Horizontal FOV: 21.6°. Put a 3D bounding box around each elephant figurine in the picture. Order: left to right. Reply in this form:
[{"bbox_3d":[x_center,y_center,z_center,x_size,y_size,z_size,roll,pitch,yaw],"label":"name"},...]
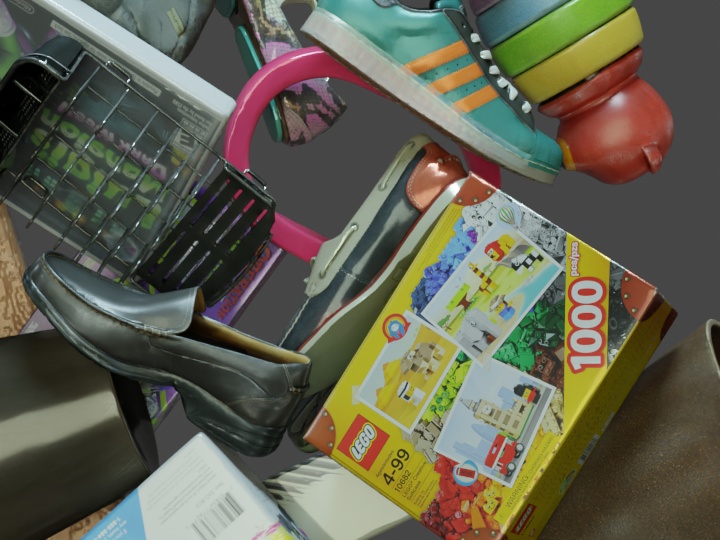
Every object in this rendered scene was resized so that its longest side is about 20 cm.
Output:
[{"bbox_3d":[-0.185,-0.207,1.301,0.141,0.199,0.156,40,71,-35],"label":"elephant figurine"}]

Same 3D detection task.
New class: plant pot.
[{"bbox_3d":[0.191,0.163,1.249,0.199,0.187,0.188,-31,86,18],"label":"plant pot"}]

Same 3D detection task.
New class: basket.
[{"bbox_3d":[-0.247,0.118,1.277,0.198,0.136,0.182,-20,88,1],"label":"basket"}]

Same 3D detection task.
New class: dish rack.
[{"bbox_3d":[-0.158,-0.050,1.229,0.199,0.055,0.153,38,134,-8],"label":"dish rack"}]

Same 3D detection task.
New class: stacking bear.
[{"bbox_3d":[0.142,-0.150,1.288,0.113,0.121,0.201,-31,95,-9],"label":"stacking bear"}]

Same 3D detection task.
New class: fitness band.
[{"bbox_3d":[0.001,-0.069,1.301,0.198,0.037,0.145,24,96,-14],"label":"fitness band"}]

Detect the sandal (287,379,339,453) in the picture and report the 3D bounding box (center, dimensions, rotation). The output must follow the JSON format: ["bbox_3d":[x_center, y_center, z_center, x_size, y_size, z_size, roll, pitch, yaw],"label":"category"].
[{"bbox_3d":[0.037,0.063,1.310,0.201,0.080,0.057,-40,103,9],"label":"sandal"}]

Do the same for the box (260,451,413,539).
[{"bbox_3d":[-0.044,0.170,1.304,0.198,0.082,0.069,-26,86,2],"label":"box"}]

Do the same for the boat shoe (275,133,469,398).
[{"bbox_3d":[0.000,0.000,1.265,0.063,0.071,0.200,45,101,26],"label":"boat shoe"}]

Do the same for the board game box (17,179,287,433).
[{"bbox_3d":[-0.157,0.030,1.345,0.120,0.032,0.201,38,92,9],"label":"board game box"}]

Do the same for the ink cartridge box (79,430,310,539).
[{"bbox_3d":[-0.077,0.217,1.231,0.115,0.068,0.200,-41,85,2],"label":"ink cartridge box"}]

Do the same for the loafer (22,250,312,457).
[{"bbox_3d":[-0.123,0.038,1.223,0.199,0.073,0.073,31,110,-8],"label":"loafer"}]

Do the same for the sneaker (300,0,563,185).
[{"bbox_3d":[0.062,-0.134,1.247,0.199,0.071,0.080,34,91,-12],"label":"sneaker"}]

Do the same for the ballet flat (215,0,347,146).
[{"bbox_3d":[-0.068,-0.187,1.331,0.071,0.069,0.201,-26,90,-15],"label":"ballet flat"}]

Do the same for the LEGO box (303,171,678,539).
[{"bbox_3d":[0.084,0.065,1.200,0.148,0.077,0.201,32,91,22],"label":"LEGO box"}]

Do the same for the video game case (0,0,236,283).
[{"bbox_3d":[-0.201,-0.101,1.258,0.199,0.023,0.182,32,134,-3],"label":"video game case"}]
